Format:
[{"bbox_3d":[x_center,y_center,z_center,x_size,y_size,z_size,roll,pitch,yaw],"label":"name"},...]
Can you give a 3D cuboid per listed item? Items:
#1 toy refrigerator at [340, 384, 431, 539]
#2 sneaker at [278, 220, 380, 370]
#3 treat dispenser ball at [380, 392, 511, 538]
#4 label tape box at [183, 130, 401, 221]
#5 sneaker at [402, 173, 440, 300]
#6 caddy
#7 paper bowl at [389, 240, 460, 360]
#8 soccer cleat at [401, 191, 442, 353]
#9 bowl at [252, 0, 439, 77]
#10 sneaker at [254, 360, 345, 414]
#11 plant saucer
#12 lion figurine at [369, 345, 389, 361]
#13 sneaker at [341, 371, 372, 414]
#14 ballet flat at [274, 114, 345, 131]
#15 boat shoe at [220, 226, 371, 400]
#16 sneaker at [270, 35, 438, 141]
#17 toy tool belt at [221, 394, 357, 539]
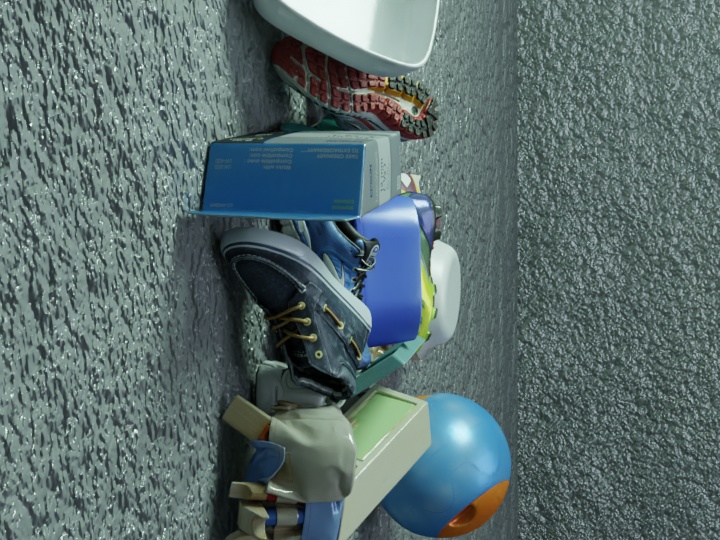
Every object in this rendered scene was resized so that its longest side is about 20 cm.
[{"bbox_3d":[-0.007,0.209,1.172,0.200,0.075,0.071,-40,133,-42],"label":"toy refrigerator"},{"bbox_3d":[-0.020,0.005,1.106,0.079,0.088,0.202,-35,109,-76],"label":"sneaker"},{"bbox_3d":[0.112,0.274,1.519,0.201,0.199,0.203,2,90,-75],"label":"treat dispenser ball"},{"bbox_3d":[-0.053,-0.087,0.949,0.200,0.142,0.067,-32,123,-72],"label":"label tape box"},{"bbox_3d":[0.078,-0.034,1.461,0.090,0.075,0.202,-17,94,-37],"label":"sneaker"},{"bbox_3d":[0.000,0.000,1.218,0.141,0.104,0.202,173,-84,-73],"label":"caddy"},{"bbox_3d":[0.087,0.033,1.585,0.201,0.103,0.203,3,90,-75],"label":"paper bowl"},{"bbox_3d":[0.052,0.003,1.329,0.065,0.083,0.202,-154,-115,-68],"label":"soccer cleat"},{"bbox_3d":[-0.020,-0.291,1.054,0.198,0.074,0.202,21,61,-28],"label":"bowl"},{"bbox_3d":[-0.046,0.121,1.134,0.200,0.080,0.076,-24,113,-75],"label":"sneaker"},{"bbox_3d":[0.031,0.104,1.225,0.019,0.070,0.200,57,10,1],"label":"plant saucer"},{"bbox_3d":[0.008,0.034,1.380,0.122,0.072,0.202,-13,91,-67],"label":"lion figurine"},{"bbox_3d":[-0.016,0.175,1.312,0.100,0.074,0.201,-107,-176,-53],"label":"sneaker"},{"bbox_3d":[-0.045,-0.125,1.150,0.200,0.069,0.070,-40,131,-72],"label":"ballet flat"},{"bbox_3d":[-0.058,0.042,0.988,0.200,0.070,0.092,39,48,-41],"label":"boat shoe"},{"bbox_3d":[-0.014,-0.180,1.124,0.199,0.082,0.079,25,66,-34],"label":"sneaker"},{"bbox_3d":[-0.080,0.219,1.000,0.125,0.122,0.202,-147,-114,-76],"label":"toy tool belt"}]
